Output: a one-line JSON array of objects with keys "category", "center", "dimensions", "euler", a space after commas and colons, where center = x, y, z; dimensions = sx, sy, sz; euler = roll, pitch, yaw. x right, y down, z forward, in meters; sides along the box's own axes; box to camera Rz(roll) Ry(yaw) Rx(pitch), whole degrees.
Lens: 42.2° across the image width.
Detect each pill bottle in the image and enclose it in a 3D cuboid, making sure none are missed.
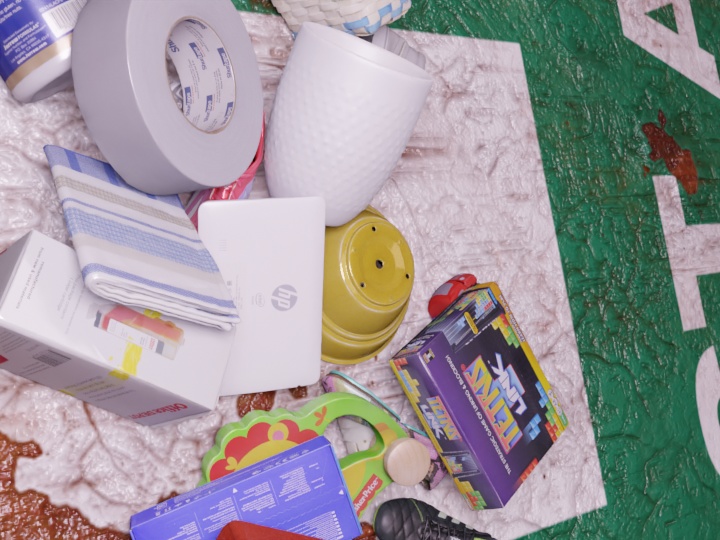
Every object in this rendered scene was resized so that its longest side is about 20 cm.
[{"category": "pill bottle", "center": [-0.314, -0.265, 0.840], "dimensions": [0.116, 0.115, 0.201], "euler": [-39, 103, -36]}]

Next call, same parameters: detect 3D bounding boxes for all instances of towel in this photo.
[{"category": "towel", "center": [-0.192, -0.030, 0.804], "dimensions": [0.146, 0.024, 0.201], "euler": [20, 26, -41]}]

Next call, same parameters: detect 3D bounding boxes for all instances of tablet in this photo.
[{"category": "tablet", "center": [-0.097, 0.027, 0.929], "dimensions": [0.128, 0.014, 0.203], "euler": [-4, 110, -21]}]

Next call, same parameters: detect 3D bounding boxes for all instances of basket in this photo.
[{"category": "basket", "center": [-0.040, -0.363, 1.042], "dimensions": [0.139, 0.175, 0.201], "euler": [-47, 127, -33]}]

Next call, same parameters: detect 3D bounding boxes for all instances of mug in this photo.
[{"category": "mug", "center": [-0.036, -0.156, 0.983], "dimensions": [0.146, 0.200, 0.177], "euler": [9, 113, -36]}]

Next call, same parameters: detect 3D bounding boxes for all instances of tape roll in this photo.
[{"category": "tape roll", "center": [-0.170, -0.173, 0.855], "dimensions": [0.200, 0.065, 0.203], "euler": [22, 65, -59]}]

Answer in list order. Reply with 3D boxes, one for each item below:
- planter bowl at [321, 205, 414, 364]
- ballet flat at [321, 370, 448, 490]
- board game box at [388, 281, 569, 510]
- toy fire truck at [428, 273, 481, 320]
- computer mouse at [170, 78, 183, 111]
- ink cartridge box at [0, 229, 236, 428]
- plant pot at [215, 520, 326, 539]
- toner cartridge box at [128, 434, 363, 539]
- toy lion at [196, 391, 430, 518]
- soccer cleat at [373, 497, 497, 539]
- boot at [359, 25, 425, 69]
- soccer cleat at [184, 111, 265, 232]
[{"category": "planter bowl", "center": [0.000, 0.000, 1.041], "dimensions": [0.199, 0.083, 0.203], "euler": [9, 74, -36]}, {"category": "ballet flat", "center": [0.027, 0.187, 1.034], "dimensions": [0.199, 0.069, 0.072], "euler": [37, 71, -28]}, {"category": "board game box", "center": [0.140, 0.140, 1.064], "dimensions": [0.165, 0.056, 0.202], "euler": [-38, 103, -42]}, {"category": "toy fire truck", "center": [0.124, 0.120, 1.130], "dimensions": [0.140, 0.049, 0.202], "euler": [-32, 100, -38]}, {"category": "computer mouse", "center": [-0.206, -0.103, 0.933], "dimensions": [0.109, 0.044, 0.201], "euler": [41, 61, -26]}, {"category": "ink cartridge box", "center": [-0.230, 0.059, 0.811], "dimensions": [0.199, 0.144, 0.084], "euler": [30, 61, -29]}, {"category": "plant pot", "center": [-0.051, 0.367, 0.804], "dimensions": [0.198, 0.176, 0.201], "euler": [22, 102, -31]}, {"category": "toner cartridge box", "center": [-0.106, 0.239, 0.874], "dimensions": [0.198, 0.043, 0.096], "euler": [-20, 97, -12]}, {"category": "toy lion", "center": [-0.056, 0.205, 0.935], "dimensions": [0.191, 0.069, 0.201], "euler": [42, 80, -19]}, {"category": "soccer cleat", "center": [0.103, 0.304, 1.049], "dimensions": [0.199, 0.081, 0.068], "euler": [30, 63, -29]}, {"category": "boot", "center": [0.030, -0.199, 1.115], "dimensions": [0.095, 0.073, 0.202], "euler": [25, 64, -23]}, {"category": "soccer cleat", "center": [-0.139, -0.078, 0.950], "dimensions": [0.066, 0.076, 0.202], "euler": [19, 64, -14]}]
